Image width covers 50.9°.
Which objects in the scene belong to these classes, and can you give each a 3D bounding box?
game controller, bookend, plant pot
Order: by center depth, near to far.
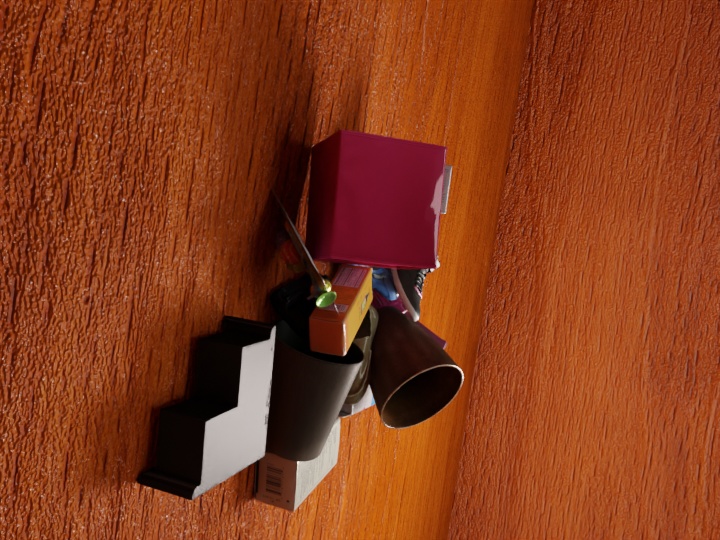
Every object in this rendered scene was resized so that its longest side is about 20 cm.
[{"bbox_3d":[-0.210,0.183,1.063,0.199,0.090,0.205,-12,109,-68],"label":"bookend"},{"bbox_3d":[-0.088,0.060,1.357,0.105,0.042,0.199,55,24,2],"label":"game controller"},{"bbox_3d":[0.080,0.177,1.524,0.202,0.183,0.189,59,-10,37],"label":"plant pot"}]

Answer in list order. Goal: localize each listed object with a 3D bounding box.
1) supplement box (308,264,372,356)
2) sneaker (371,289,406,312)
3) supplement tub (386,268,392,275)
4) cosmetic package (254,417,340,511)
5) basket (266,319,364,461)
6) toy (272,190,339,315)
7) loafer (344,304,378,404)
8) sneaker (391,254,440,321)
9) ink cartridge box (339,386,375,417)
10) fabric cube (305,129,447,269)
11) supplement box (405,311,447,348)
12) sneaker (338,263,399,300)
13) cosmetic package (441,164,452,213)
[{"bbox_3d":[-0.030,0.064,1.311,0.201,0.067,0.068,-57,150,-59],"label":"supplement box"},{"bbox_3d":[0.026,0.091,1.642,0.083,0.196,0.089,63,-10,17],"label":"sneaker"},{"bbox_3d":[0.073,0.008,1.723,0.202,0.119,0.124,96,15,-52],"label":"supplement tub"},{"bbox_3d":[-0.116,0.351,1.424,0.199,0.085,0.107,-26,123,-66],"label":"cosmetic package"},{"bbox_3d":[-0.097,0.215,1.322,0.135,0.176,0.205,-24,131,-64],"label":"basket"},{"bbox_3d":[-0.102,-0.021,1.227,0.047,0.202,0.116,-31,147,-6],"label":"toy"},{"bbox_3d":[-0.013,0.152,1.451,0.068,0.074,0.205,62,34,-62],"label":"loafer"},{"bbox_3d":[0.118,0.007,1.534,0.071,0.097,0.203,59,14,-44],"label":"sneaker"},{"bbox_3d":[-0.045,0.239,1.533,0.199,0.112,0.070,3,96,-71],"label":"ink cartridge box"},{"bbox_3d":[0.020,-0.112,1.300,0.199,0.191,0.206,-179,-87,-72],"label":"fabric cube"},{"bbox_3d":[0.093,0.220,1.782,0.202,0.130,0.103,-57,175,33],"label":"supplement box"},{"bbox_3d":[0.000,0.000,1.527,0.079,0.065,0.201,-48,114,-18],"label":"sneaker"},{"bbox_3d":[0.086,-0.183,1.573,0.074,0.194,0.105,-126,-137,-82],"label":"cosmetic package"}]
